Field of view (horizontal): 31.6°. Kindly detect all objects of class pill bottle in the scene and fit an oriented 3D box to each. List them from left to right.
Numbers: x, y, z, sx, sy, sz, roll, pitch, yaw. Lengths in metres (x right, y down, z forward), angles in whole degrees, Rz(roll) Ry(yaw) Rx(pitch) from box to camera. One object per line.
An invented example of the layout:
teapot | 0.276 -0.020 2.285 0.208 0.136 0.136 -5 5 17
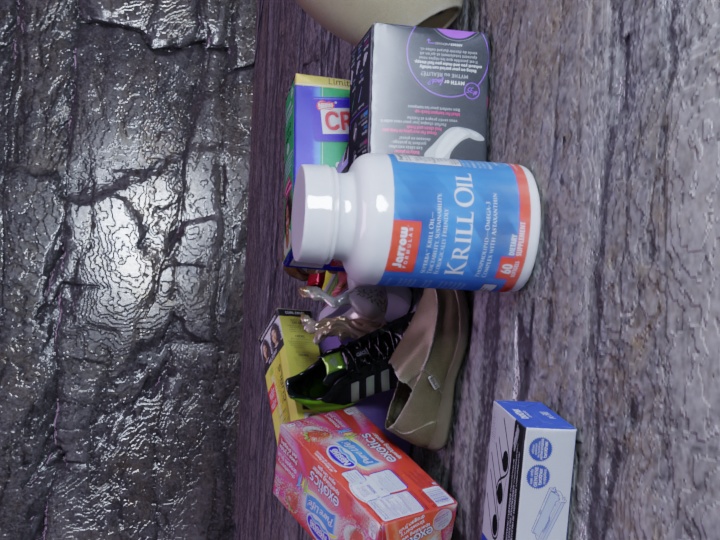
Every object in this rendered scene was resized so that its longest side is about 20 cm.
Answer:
pill bottle | 0.044 -0.041 1.087 0.112 0.198 0.113 -178 90 -79

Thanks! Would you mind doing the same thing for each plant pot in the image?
plant pot | 0.032 -0.303 1.328 0.135 0.199 0.200 58 163 6

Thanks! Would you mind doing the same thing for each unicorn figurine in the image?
unicorn figurine | 0.000 0.000 1.455 0.074 0.136 0.202 76 -168 -63

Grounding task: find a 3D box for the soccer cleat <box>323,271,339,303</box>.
soccer cleat | -0.047 -0.033 1.726 0.065 0.083 0.201 -63 -29 -49

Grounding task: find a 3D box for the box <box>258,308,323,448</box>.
box | -0.074 0.148 1.501 0.075 0.050 0.201 -55 39 46

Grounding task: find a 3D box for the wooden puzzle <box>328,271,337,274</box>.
wooden puzzle | 0.000 -0.122 1.579 0.186 0.037 0.201 108 173 -52

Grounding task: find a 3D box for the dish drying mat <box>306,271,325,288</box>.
dish drying mat | -0.036 -0.072 1.559 0.077 0.018 0.202 121 161 -76

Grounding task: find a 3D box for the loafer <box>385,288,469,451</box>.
loafer | 0.065 0.088 1.287 0.076 0.067 0.202 -128 42 -73

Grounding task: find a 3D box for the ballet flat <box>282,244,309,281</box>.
ballet flat | -0.068 -0.082 1.634 0.072 0.067 0.202 -15 65 56

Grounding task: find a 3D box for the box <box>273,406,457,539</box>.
box | 0.000 0.237 1.327 0.200 0.099 0.096 38 127 47

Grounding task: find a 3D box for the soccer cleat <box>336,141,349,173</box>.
soccer cleat | 0.018 -0.141 1.348 0.073 0.068 0.201 27 77 41

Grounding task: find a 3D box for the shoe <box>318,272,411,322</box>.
shoe | 0.011 0.016 1.570 0.200 0.071 0.092 -31 38 62

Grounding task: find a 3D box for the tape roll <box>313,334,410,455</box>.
tape roll | -0.015 0.165 1.531 0.200 0.084 0.202 -176 90 -67

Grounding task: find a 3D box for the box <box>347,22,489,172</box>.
box | 0.055 -0.129 1.255 0.106 0.121 0.202 154 118 -77

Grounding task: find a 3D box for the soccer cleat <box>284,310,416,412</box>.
soccer cleat | 0.005 0.100 1.368 0.199 0.081 0.068 -32 60 30

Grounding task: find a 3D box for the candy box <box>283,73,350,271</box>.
candy box | 0.001 -0.104 1.400 0.077 0.167 0.202 130 142 -67

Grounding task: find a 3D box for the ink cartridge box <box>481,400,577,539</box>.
ink cartridge box | 0.127 0.211 1.000 0.094 0.044 0.202 -143 57 -79
